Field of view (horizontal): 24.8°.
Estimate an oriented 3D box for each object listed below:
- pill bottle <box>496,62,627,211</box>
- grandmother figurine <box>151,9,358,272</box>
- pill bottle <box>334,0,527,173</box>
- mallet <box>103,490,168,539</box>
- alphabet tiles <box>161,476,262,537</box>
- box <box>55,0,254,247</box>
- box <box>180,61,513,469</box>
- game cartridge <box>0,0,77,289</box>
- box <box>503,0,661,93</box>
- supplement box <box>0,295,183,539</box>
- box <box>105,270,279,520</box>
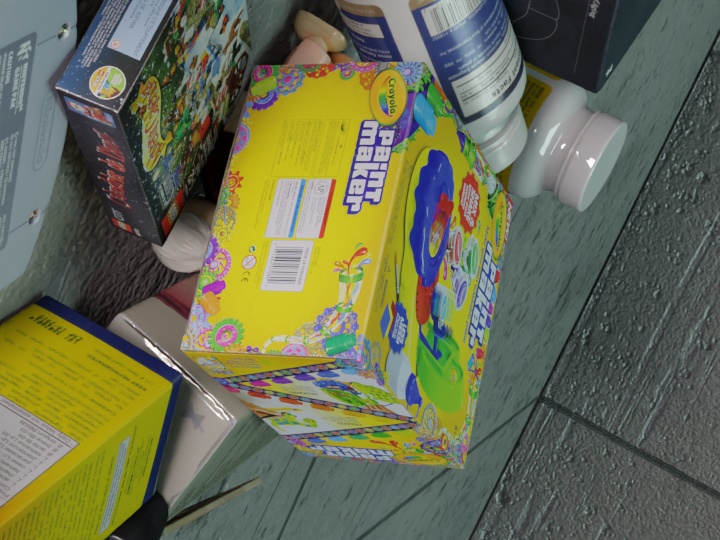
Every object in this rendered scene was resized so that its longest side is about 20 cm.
[{"bbox_3d":[0.120,-0.132,1.398,0.112,0.200,0.112,-53,162,-25],"label":"pill bottle"},{"bbox_3d":[-0.075,-0.079,1.152,0.200,0.061,0.121,-54,136,-16],"label":"grandmother figurine"},{"bbox_3d":[0.056,-0.162,1.185,0.111,0.111,0.200,-53,138,-27],"label":"pill bottle"},{"bbox_3d":[-0.150,0.243,1.073,0.066,0.041,0.200,-50,142,-69],"label":"mallet"},{"bbox_3d":[-0.181,0.203,1.197,0.167,0.008,0.200,-25,176,21],"label":"alphabet tiles"},{"bbox_3d":[-0.111,-0.111,0.938,0.200,0.038,0.137,90,24,-71],"label":"box"},{"bbox_3d":[0.000,0.000,1.059,0.193,0.122,0.200,49,48,-56],"label":"box"},{"bbox_3d":[-0.198,-0.061,0.822,0.133,0.040,0.200,-37,151,-49],"label":"game cartridge"},{"bbox_3d":[0.126,-0.266,1.194,0.124,0.197,0.200,-53,163,-27],"label":"box"},{"bbox_3d":[-0.210,0.120,0.957,0.200,0.109,0.110,-40,154,-52],"label":"supplement box"},{"bbox_3d":[-0.110,0.078,1.158,0.128,0.109,0.200,-51,170,28],"label":"box"}]
